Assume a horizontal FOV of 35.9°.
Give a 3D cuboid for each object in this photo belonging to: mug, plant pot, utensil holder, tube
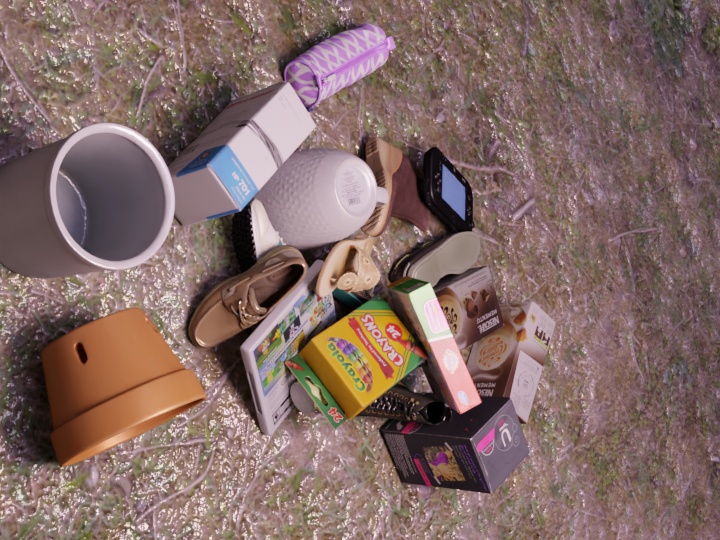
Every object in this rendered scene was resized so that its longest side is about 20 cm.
[{"bbox_3d":[-0.046,-0.110,1.676,0.198,0.174,0.150,-1,85,-44],"label":"mug"},{"bbox_3d":[-0.309,0.139,1.394,0.198,0.199,0.142,-19,81,-43],"label":"plant pot"},{"bbox_3d":[-0.350,-0.076,1.362,0.168,0.198,0.173,7,79,-42],"label":"utensil holder"},{"bbox_3d":[-0.022,0.155,1.699,0.199,0.052,0.059,-30,93,-41],"label":"tube"}]

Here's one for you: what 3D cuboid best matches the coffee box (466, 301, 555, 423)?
[{"bbox_3d":[0.258,0.164,1.976,0.080,0.113,0.202,39,59,-33],"label":"coffee box"}]

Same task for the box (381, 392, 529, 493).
[{"bbox_3d":[0.152,0.275,1.797,0.122,0.198,0.107,-37,113,-40],"label":"box"}]

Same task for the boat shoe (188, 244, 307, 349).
[{"bbox_3d":[-0.160,0.041,1.564,0.199,0.065,0.071,-41,113,1],"label":"boat shoe"}]

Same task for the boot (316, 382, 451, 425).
[{"bbox_3d":[0.034,0.202,1.730,0.198,0.137,0.079,2,98,-42],"label":"boot"}]

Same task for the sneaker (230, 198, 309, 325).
[{"bbox_3d":[-0.127,-0.018,1.639,0.092,0.070,0.203,-21,110,-31],"label":"sneaker"}]

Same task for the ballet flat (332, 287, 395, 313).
[{"bbox_3d":[0.011,0.046,1.788,0.200,0.067,0.076,47,53,-25],"label":"ballet flat"}]

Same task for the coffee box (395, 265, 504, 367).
[{"bbox_3d":[0.148,0.078,1.904,0.199,0.079,0.115,-23,99,-43],"label":"coffee box"}]

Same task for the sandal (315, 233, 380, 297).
[{"bbox_3d":[0.001,-0.005,1.672,0.212,0.069,0.079,-41,146,-67],"label":"sandal"}]

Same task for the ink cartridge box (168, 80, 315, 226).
[{"bbox_3d":[-0.178,-0.166,1.576,0.086,0.145,0.201,55,52,-21],"label":"ink cartridge box"}]

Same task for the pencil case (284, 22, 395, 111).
[{"bbox_3d":[-0.036,-0.331,1.778,0.200,0.085,0.085,-40,113,-40],"label":"pencil case"}]

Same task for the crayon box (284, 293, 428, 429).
[{"bbox_3d":[-0.003,0.134,1.658,0.127,0.051,0.199,51,46,7],"label":"crayon box"}]

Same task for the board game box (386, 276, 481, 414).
[{"bbox_3d":[0.112,0.112,1.734,0.040,0.153,0.202,-25,99,-9],"label":"board game box"}]

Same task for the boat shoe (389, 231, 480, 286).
[{"bbox_3d":[0.131,-0.020,1.913,0.200,0.060,0.073,-27,114,-43],"label":"boat shoe"}]

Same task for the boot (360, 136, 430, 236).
[{"bbox_3d":[0.067,-0.109,1.836,0.166,0.072,0.203,39,43,-39],"label":"boot"}]

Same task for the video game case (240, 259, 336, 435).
[{"bbox_3d":[-0.099,0.114,1.646,0.200,0.022,0.184,-49,146,-36],"label":"video game case"}]

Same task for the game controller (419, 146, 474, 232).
[{"bbox_3d":[0.155,-0.134,1.930,0.200,0.041,0.106,37,60,-58],"label":"game controller"}]
